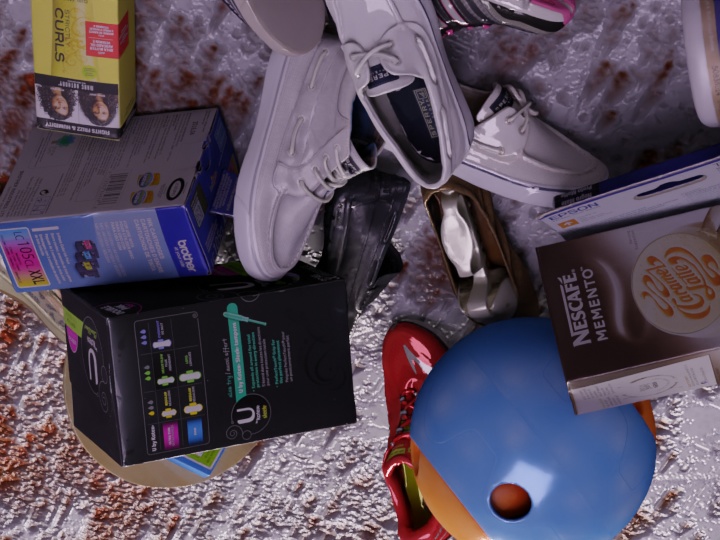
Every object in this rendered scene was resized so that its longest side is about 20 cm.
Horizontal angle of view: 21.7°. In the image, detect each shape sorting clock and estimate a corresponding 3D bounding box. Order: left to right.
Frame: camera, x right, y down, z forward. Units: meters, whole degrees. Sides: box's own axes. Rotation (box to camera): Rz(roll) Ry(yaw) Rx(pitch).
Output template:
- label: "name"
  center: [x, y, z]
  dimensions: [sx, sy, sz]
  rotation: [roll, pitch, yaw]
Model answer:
- label: "shape sorting clock"
  center: [-0.159, 0.088, 1.612]
  dimensions: [0.199, 0.039, 0.201]
  rotation: [-6, 105, -22]

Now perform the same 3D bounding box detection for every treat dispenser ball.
- label: "treat dispenser ball"
  center: [0.139, 0.138, 1.520]
  dimensions: [0.200, 0.201, 0.201]
  rotation: [5, 127, 7]

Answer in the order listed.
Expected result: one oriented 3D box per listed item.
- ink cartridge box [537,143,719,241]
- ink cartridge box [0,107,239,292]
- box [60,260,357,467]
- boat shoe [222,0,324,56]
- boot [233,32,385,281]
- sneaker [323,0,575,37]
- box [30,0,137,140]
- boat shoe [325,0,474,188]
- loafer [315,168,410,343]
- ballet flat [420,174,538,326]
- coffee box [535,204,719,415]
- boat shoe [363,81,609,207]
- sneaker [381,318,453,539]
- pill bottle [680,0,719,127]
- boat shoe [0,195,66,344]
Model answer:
- label: "ink cartridge box"
  center: [0.252, -0.055, 1.421]
  dimensions: [0.199, 0.041, 0.200]
  rotation: [-18, 156, 20]
- label: "ink cartridge box"
  center: [-0.179, -0.058, 1.505]
  dimensions: [0.199, 0.137, 0.076]
  rotation: [-6, 129, 15]
- label: "box"
  center: [-0.124, 0.068, 1.514]
  dimensions: [0.199, 0.148, 0.125]
  rotation: [-9, 102, -21]
- label: "boat shoe"
  center: [-0.107, -0.244, 1.388]
  dimensions: [0.093, 0.075, 0.200]
  rotation: [-1, 126, 52]
- label: "boot"
  center: [-0.033, -0.082, 1.442]
  dimensions: [0.095, 0.073, 0.201]
  rotation: [16, 101, 38]
- label: "sneaker"
  center: [0.059, -0.199, 1.397]
  dimensions: [0.199, 0.074, 0.088]
  rotation: [13, 128, 8]
- label: "box"
  center: [-0.215, -0.200, 1.461]
  dimensions: [0.075, 0.050, 0.200]
  rotation: [10, 127, 5]
- label: "boat shoe"
  center: [0.025, -0.151, 1.354]
  dimensions: [0.073, 0.065, 0.200]
  rotation: [-19, 117, 29]
- label: "loafer"
  center: [0.000, 0.000, 1.557]
  dimensions: [0.070, 0.068, 0.201]
  rotation: [3, 132, -8]
- label: "ballet flat"
  center: [0.094, -0.009, 1.530]
  dimensions: [0.068, 0.072, 0.200]
  rotation: [-8, 125, 18]
- label: "coffee box"
  center: [0.242, 0.024, 1.399]
  dimensions: [0.199, 0.115, 0.080]
  rotation: [-14, 157, 6]
- label: "boat shoe"
  center: [0.104, -0.110, 1.459]
  dimensions: [0.200, 0.071, 0.070]
  rotation: [20, 128, 2]
- label: "sneaker"
  center: [0.052, 0.142, 1.609]
  dimensions: [0.077, 0.085, 0.201]
  rotation: [-6, 96, 28]
- label: "pill bottle"
  center: [0.335, -0.170, 1.336]
  dimensions: [0.199, 0.116, 0.116]
  rotation: [-7, 125, 16]
- label: "boat shoe"
  center: [-0.249, 0.011, 1.611]
  dimensions: [0.200, 0.073, 0.063]
  rotation: [31, 128, -12]
